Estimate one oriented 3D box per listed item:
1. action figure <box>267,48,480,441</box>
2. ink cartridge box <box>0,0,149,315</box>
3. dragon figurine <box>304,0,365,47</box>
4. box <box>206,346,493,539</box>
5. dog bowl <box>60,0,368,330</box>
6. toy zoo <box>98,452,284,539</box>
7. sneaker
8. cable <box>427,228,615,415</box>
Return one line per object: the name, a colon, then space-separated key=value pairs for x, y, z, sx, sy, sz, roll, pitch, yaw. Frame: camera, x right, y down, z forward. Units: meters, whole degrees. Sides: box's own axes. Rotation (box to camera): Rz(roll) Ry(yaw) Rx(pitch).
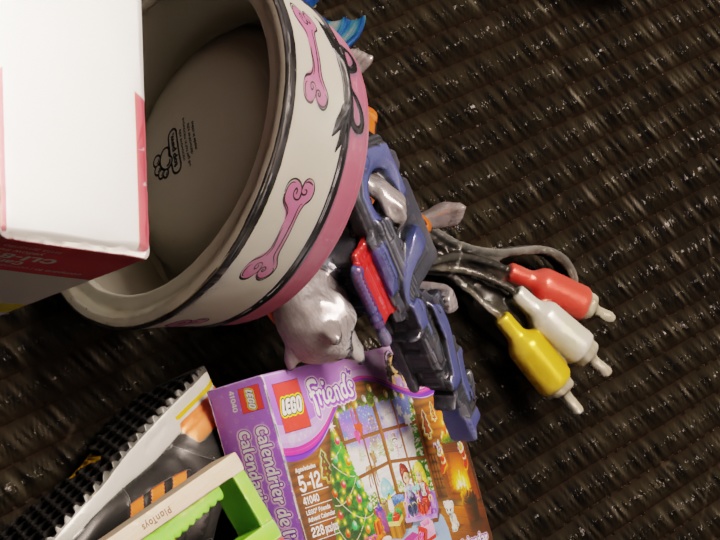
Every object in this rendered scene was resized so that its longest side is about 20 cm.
action figure: x=0.000 y=0.000 z=1.437 sx=0.194 sy=0.104 sz=0.200 roll=-64 pitch=140 yaw=-56
ink cartridge box: x=-0.188 y=-0.057 z=1.254 sx=0.083 sy=0.200 sz=0.146 roll=6 pitch=74 yaw=-37
dragon figurine: x=-0.039 y=-0.143 z=1.508 sx=0.200 sy=0.059 sz=0.100 roll=-33 pitch=100 yaw=-42
box: x=0.000 y=0.114 z=1.441 sx=0.200 sy=0.039 sz=0.137 roll=-11 pitch=84 yaw=-61
dog bowl: x=-0.076 y=-0.060 z=1.354 sx=0.074 sy=0.200 sz=0.201 roll=18 pitch=66 yaw=-40
toy zoo: x=-0.056 y=0.201 z=1.260 sx=0.131 sy=0.020 sz=0.200 roll=-33 pitch=95 yaw=-46
sneaker: x=-0.115 y=0.137 z=1.348 sx=0.090 sy=0.070 sz=0.200 roll=53 pitch=48 yaw=-13
cable: x=0.073 y=-0.002 z=1.571 sx=0.200 sy=0.050 sz=0.097 roll=38 pitch=57 yaw=-28
